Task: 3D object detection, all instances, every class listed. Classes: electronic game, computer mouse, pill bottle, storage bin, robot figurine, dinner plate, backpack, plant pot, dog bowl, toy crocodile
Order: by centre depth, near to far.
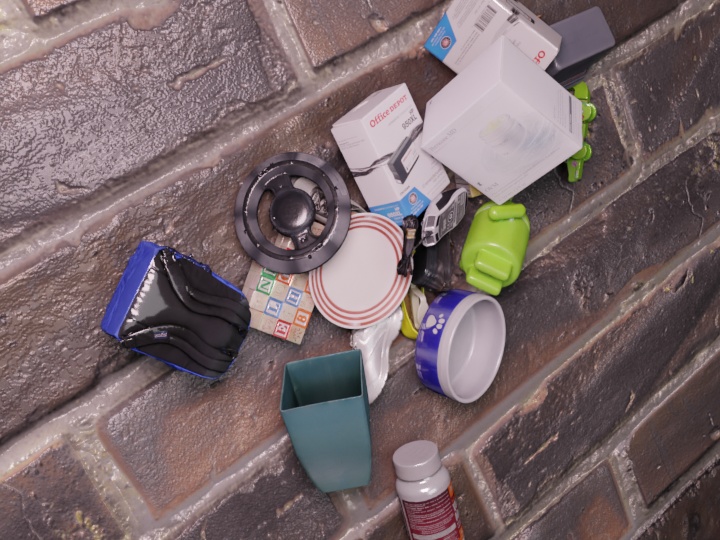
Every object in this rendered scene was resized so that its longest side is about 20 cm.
[{"bbox_3d":[-0.275,0.059,1.222,0.198,0.167,0.165,30,85,-32],"label":"backpack"},{"bbox_3d":[-0.111,-0.095,1.303,0.195,0.042,0.205,-1,80,7],"label":"electronic game"},{"bbox_3d":[0.000,0.000,1.369,0.196,0.024,0.205,-7,109,-22],"label":"dinner plate"},{"bbox_3d":[-0.046,0.269,1.373,0.138,0.142,0.204,-10,116,4],"label":"plant pot"},{"bbox_3d":[0.121,-0.082,1.375,0.199,0.043,0.112,-41,142,-40],"label":"computer mouse"},{"bbox_3d":[0.190,0.140,1.496,0.198,0.078,0.205,-18,114,-46],"label":"dog bowl"},{"bbox_3d":[0.256,-0.050,1.499,0.113,0.177,0.202,22,49,3],"label":"robot figurine"},{"bbox_3d":[0.375,-0.425,1.513,0.197,0.134,0.148,-26,90,-23],"label":"storage bin"},{"bbox_3d":[0.128,0.438,1.521,0.108,0.109,0.205,-21,106,-24],"label":"pill bottle"},{"bbox_3d":[0.442,-0.282,1.625,0.067,0.060,0.205,-18,114,-61],"label":"toy crocodile"}]

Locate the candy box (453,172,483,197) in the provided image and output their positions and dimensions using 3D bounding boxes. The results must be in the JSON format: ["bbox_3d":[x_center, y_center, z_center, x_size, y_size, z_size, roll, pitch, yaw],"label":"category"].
[{"bbox_3d":[0.227,-0.252,1.514,0.113,0.055,0.205,-18,104,-23],"label":"candy box"}]

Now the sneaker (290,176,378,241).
[{"bbox_3d":[-0.045,-0.109,1.374,0.198,0.079,0.075,29,85,-27],"label":"sneaker"}]

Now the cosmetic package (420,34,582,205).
[{"bbox_3d":[0.241,-0.250,1.365,0.198,0.198,0.125,32,48,-22],"label":"cosmetic package"}]

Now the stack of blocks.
[{"bbox_3d":[-0.127,0.009,1.356,0.113,0.058,0.204,22,86,-29],"label":"stack of blocks"}]

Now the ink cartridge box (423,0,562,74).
[{"bbox_3d":[0.235,-0.403,1.406,0.199,0.147,0.085,37,35,-4],"label":"ink cartridge box"}]

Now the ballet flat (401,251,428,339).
[{"bbox_3d":[0.097,0.031,1.475,0.065,0.067,0.205,-14,103,-25],"label":"ballet flat"}]

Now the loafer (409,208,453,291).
[{"bbox_3d":[0.136,-0.053,1.457,0.071,0.072,0.204,24,61,-26],"label":"loafer"}]

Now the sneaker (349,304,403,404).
[{"bbox_3d":[0.015,0.147,1.455,0.085,0.074,0.205,14,85,-15],"label":"sneaker"}]

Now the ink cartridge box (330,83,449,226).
[{"bbox_3d":[0.055,-0.200,1.392,0.145,0.083,0.203,-45,116,-37],"label":"ink cartridge box"}]
